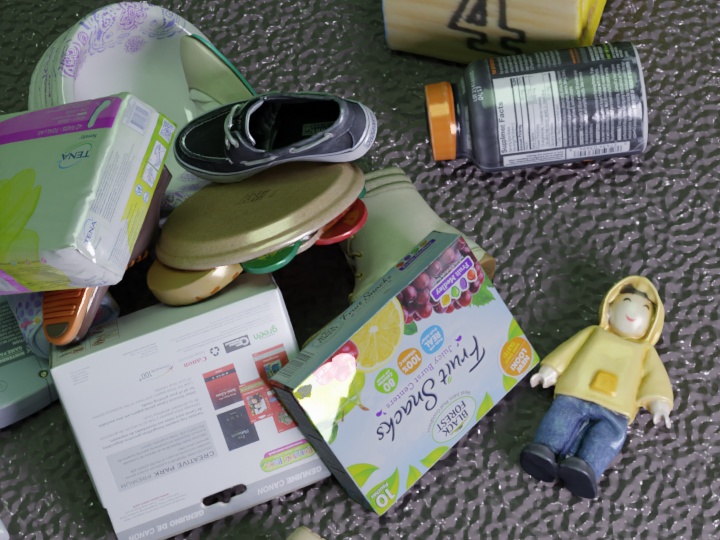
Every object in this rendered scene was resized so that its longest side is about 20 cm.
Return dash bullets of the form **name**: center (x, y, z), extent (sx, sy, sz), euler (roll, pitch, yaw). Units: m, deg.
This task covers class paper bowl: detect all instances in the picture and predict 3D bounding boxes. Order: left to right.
- **paper bowl**: center (-0.215, -0.138, 1.593), extent (0.200, 0.104, 0.202), euler (16, 64, -35)

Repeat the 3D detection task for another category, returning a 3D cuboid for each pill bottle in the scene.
- **pill bottle**: center (0.159, -0.149, 1.587), extent (0.199, 0.106, 0.107), euler (-6, 58, 3)

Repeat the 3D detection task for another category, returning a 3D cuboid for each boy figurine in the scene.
- **boy figurine**: center (0.212, 0.095, 1.457), extent (0.124, 0.065, 0.201), euler (22, 66, 22)

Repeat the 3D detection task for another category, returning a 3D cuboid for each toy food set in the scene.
- **toy food set**: center (-0.083, -0.043, 1.477), extent (0.197, 0.049, 0.200), euler (-14, 23, 17)

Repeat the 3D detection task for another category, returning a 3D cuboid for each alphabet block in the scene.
- **alphabet block**: center (0.138, -0.321, 1.644), extent (0.199, 0.197, 0.196), euler (12, 62, 14)

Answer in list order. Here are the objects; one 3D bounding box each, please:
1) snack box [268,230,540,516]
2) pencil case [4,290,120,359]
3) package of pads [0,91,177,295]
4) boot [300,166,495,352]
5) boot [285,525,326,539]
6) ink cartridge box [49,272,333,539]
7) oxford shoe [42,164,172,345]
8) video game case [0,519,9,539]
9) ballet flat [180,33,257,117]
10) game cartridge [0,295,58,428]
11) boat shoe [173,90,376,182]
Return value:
- **snack box**: center (0.040, 0.084, 1.439), extent (0.200, 0.143, 0.053), euler (-42, 25, -18)
- **pencil case**: center (-0.287, -0.016, 1.535), extent (0.090, 0.083, 0.201), euler (-2, 49, -36)
- **package of pads**: center (-0.257, -0.058, 1.419), extent (0.199, 0.068, 0.155), euler (-6, 59, 41)
- **boot**: center (0.000, 0.000, 1.535), extent (0.199, 0.072, 0.155), euler (-32, 61, -19)
- **boot**: center (-0.023, 0.318, 1.357), extent (0.199, 0.072, 0.167), euler (30, 78, 21)
- **ink cartridge box**: center (-0.141, 0.117, 1.452), extent (0.199, 0.177, 0.084), euler (-19, 16, -6)
- **oxford shoe**: center (-0.209, -0.019, 1.457), extent (0.071, 0.073, 0.201), euler (-4, 58, 44)
- **video game case**: center (-0.427, 0.200, 1.489), extent (0.181, 0.024, 0.200), euler (-30, 60, -12)
- **ballet flat**: center (-0.106, -0.128, 1.574), extent (0.200, 0.069, 0.070), euler (44, 64, -20)
- **game cartridge**: center (-0.352, 0.085, 1.528), extent (0.199, 0.042, 0.134), euler (-20, 61, -17)
- **boat shoe**: center (-0.087, -0.120, 1.476), extent (0.199, 0.068, 0.072), euler (-1, 78, 30)
